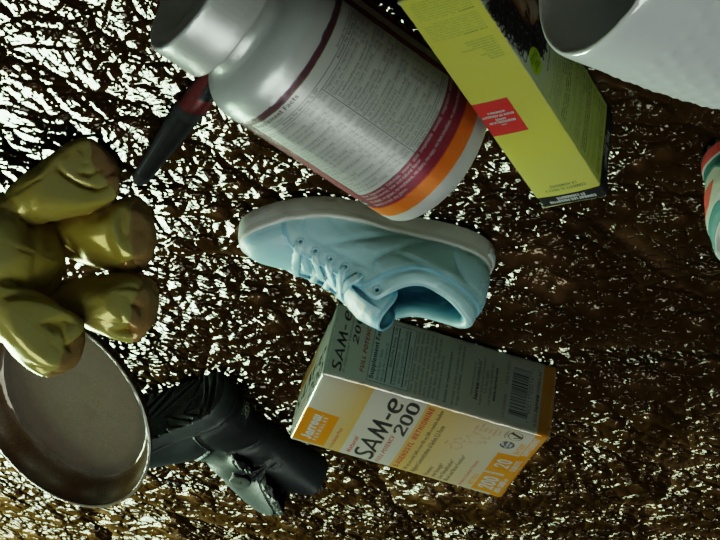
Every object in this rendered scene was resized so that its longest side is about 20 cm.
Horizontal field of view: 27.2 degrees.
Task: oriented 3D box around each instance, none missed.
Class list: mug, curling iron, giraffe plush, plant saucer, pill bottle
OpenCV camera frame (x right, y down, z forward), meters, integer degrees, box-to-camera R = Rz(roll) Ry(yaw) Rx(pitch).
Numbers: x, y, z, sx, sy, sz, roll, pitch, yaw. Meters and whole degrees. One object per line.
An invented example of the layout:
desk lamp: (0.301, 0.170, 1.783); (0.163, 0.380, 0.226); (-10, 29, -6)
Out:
mug: (0.196, -0.156, 0.806); (0.174, 0.149, 0.200); (16, 176, -19)
curling iron: (-0.124, -0.121, 1.031); (0.049, 0.026, 0.200); (15, 145, -17)
giraffe plush: (-0.270, -0.005, 1.142); (0.199, 0.174, 0.162); (-5, 180, -28)
plant saucer: (-0.265, 0.121, 1.349); (0.199, 0.032, 0.202); (13, 119, 25)
pill bottle: (-0.024, -0.123, 0.926); (0.199, 0.110, 0.109); (31, 141, -26)

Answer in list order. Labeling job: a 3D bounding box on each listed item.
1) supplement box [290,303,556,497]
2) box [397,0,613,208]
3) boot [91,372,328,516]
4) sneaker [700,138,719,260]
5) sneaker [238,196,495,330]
supplement box: (0.052, 0.115, 1.275); (0.198, 0.074, 0.126); (16, 145, -6)
box: (0.095, -0.128, 0.917); (0.050, 0.076, 0.200); (-11, 141, 29)
boot: (-0.149, 0.183, 1.429); (0.199, 0.077, 0.168); (-21, 131, 30)
sneaker: (0.294, -0.065, 0.930); (0.070, 0.094, 0.199); (30, 142, -25)
sneaker: (0.000, 0.000, 1.119); (0.198, 0.082, 0.074); (7, 145, 7)
